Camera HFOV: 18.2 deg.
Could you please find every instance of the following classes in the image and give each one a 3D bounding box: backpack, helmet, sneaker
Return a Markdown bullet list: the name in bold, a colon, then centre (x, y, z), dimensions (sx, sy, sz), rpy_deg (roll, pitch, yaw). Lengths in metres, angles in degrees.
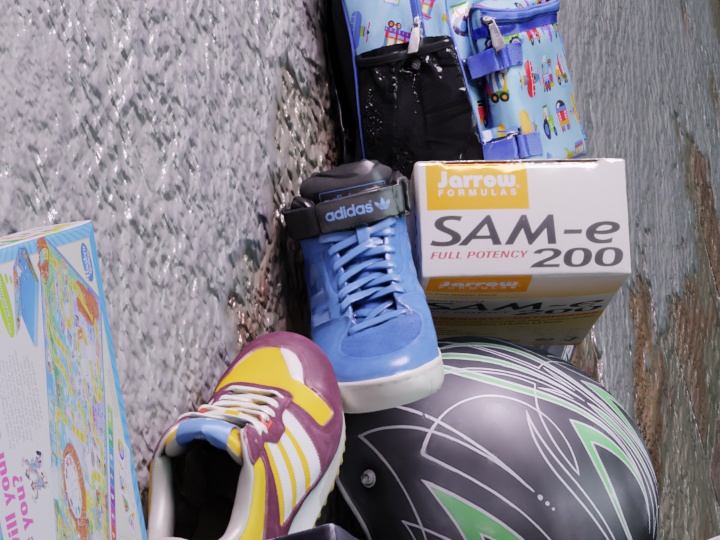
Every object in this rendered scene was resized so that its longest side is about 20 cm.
- **backpack**: centre (0.054, -0.150, 1.433), dimensions (0.182, 0.134, 0.202), rpy_deg (-12, 91, -71)
- **helmet**: centre (0.077, 0.136, 1.335), dimensions (0.200, 0.198, 0.192), rpy_deg (-62, 157, -59)
- **sneaker**: centre (-0.001, 0.000, 1.251), dimensions (0.200, 0.076, 0.112), rpy_deg (-97, 176, -73)
- **sneaker**: centre (-0.057, 0.089, 1.113), dimensions (0.201, 0.074, 0.090), rpy_deg (-79, 158, -45)

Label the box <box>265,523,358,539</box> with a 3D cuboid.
- **box**: centre (-0.008, 0.241, 0.967), dimensions (0.200, 0.117, 0.198), rpy_deg (42, 37, -51)

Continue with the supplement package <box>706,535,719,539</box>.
- **supplement package**: centre (0.132, 0.248, 1.182), dimensions (0.199, 0.111, 0.157), rpy_deg (-14, 72, -30)

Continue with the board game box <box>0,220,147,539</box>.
- **board game box**: centre (-0.138, 0.087, 0.945), dimensions (0.134, 0.034, 0.202), rpy_deg (-23, 105, -70)

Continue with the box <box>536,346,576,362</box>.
- **box**: centre (0.107, 0.031, 1.638), dimensions (0.200, 0.049, 0.162), rpy_deg (-60, 142, -60)

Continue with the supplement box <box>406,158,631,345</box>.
- **supplement box**: centre (0.088, -0.006, 1.384), dimensions (0.200, 0.125, 0.074), rpy_deg (100, -12, -76)
